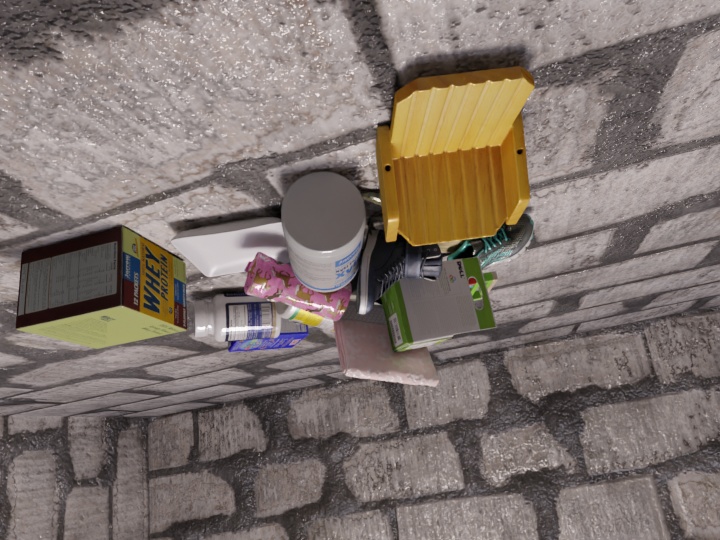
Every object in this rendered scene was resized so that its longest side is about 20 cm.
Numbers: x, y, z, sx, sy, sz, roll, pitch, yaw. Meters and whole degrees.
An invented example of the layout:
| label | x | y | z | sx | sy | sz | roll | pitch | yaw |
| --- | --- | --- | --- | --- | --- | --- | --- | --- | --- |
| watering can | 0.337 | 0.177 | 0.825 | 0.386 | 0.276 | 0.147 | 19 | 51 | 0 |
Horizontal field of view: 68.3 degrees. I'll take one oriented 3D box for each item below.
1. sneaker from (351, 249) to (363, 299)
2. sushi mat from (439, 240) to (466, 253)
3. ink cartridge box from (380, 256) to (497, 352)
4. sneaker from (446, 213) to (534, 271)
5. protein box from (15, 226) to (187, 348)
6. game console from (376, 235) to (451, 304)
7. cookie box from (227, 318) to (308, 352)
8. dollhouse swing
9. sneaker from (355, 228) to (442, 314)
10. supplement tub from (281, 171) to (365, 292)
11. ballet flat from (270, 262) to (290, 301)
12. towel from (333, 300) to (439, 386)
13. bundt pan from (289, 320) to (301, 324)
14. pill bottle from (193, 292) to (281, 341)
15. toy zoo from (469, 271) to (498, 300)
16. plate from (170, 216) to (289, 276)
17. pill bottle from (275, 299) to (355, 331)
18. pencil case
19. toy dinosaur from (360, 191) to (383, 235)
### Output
| label | x | y | z | sx | sy | sz | roll | pitch | yaw |
| --- | --- | --- | --- | --- | --- | --- | --- | --- | --- |
| sneaker | 0.000 | 0.000 | 1.143 | 0.107 | 0.075 | 0.199 | -55 | 163 | 21 |
| sushi mat | 0.175 | -0.064 | 1.050 | 0.197 | 0.012 | 0.095 | -1 | 147 | -49 |
| ink cartridge box | 0.147 | 0.063 | 1.022 | 0.195 | 0.152 | 0.076 | -6 | 163 | -21 |
| sneaker | 0.258 | -0.046 | 1.073 | 0.199 | 0.079 | 0.090 | -39 | 152 | 26 |
| protein box | -0.445 | 0.039 | 0.941 | 0.195 | 0.138 | 0.199 | -12 | 161 | 10 |
| game console | 0.119 | -0.002 | 1.118 | 0.172 | 0.119 | 0.199 | -18 | 160 | 25 |
| cookie box | -0.266 | 0.173 | 1.514 | 0.195 | 0.077 | 0.171 | 1 | 159 | -26 |
| dollhouse swing | 0.128 | -0.133 | 0.681 | 0.194 | 0.187 | 0.176 | -7 | -178 | -4 |
| sneaker | 0.068 | 0.003 | 0.910 | 0.142 | 0.205 | 0.078 | 11 | 131 | 4 |
| supplement tub | -0.058 | -0.054 | 0.859 | 0.128 | 0.135 | 0.201 | -7 | 163 | -5 |
| ballet flat | -0.173 | 0.031 | 1.104 | 0.069 | 0.073 | 0.199 | 3 | 169 | -31 |
| towel | 0.044 | 0.137 | 1.040 | 0.195 | 0.193 | 0.033 | 11 | 128 | -21 |
| bundt pan | -0.108 | 0.084 | 1.330 | 0.196 | 0.078 | 0.203 | -8 | 161 | -3 |
| pill bottle | -0.293 | 0.109 | 1.257 | 0.195 | 0.114 | 0.111 | -1 | 160 | -21 |
| toy zoo | 0.186 | 0.049 | 1.145 | 0.194 | 0.021 | 0.132 | -10 | 159 | -4 |
| plate | -0.216 | -0.046 | 0.966 | 0.194 | 0.033 | 0.201 | -10 | 161 | 0 |
| pill bottle | -0.080 | 0.071 | 1.184 | 0.196 | 0.116 | 0.112 | 19 | 150 | -28 |
| pencil case | -0.116 | 0.030 | 0.978 | 0.196 | 0.085 | 0.086 | 18 | 155 | -20 |
| toy dinosaur | 0.054 | -0.103 | 0.912 | 0.195 | 0.048 | 0.088 | 2 | 149 | -26 |
